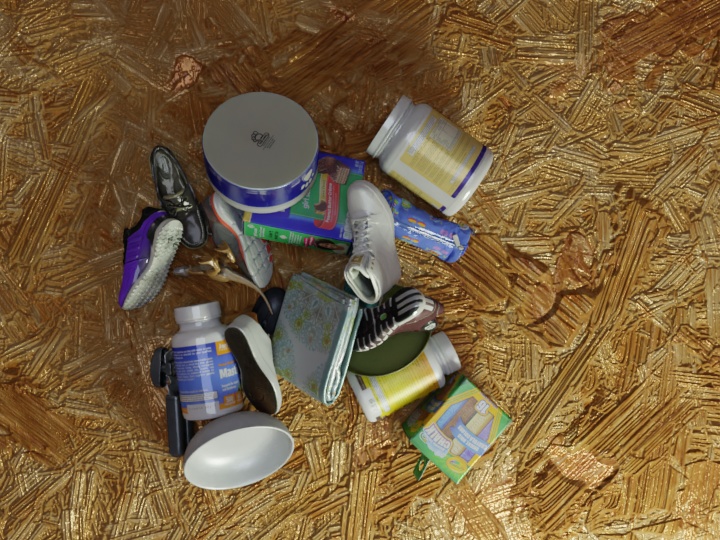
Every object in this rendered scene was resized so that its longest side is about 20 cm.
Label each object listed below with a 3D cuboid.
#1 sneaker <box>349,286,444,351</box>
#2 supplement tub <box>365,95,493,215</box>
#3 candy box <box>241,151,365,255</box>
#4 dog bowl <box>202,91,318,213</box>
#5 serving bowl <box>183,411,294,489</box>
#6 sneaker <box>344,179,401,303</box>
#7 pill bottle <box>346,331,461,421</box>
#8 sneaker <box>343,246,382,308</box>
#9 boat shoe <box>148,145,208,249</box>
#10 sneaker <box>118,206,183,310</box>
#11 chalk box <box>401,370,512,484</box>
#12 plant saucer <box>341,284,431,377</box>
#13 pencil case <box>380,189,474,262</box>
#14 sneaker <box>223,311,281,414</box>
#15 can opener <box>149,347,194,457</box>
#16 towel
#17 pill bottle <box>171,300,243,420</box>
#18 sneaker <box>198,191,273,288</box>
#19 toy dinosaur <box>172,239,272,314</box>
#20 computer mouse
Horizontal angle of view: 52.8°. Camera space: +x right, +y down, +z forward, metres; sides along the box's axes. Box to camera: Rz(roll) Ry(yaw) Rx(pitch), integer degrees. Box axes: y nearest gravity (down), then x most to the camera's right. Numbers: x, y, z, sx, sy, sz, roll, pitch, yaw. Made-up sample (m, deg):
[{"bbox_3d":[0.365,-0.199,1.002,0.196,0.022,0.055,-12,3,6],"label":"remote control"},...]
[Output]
[{"bbox_3d":[0.066,0.098,1.273,0.115,0.200,0.076,16,58,-39],"label":"sneaker"},{"bbox_3d":[0.125,-0.211,1.325,0.199,0.145,0.146,35,88,-5],"label":"supplement tub"},{"bbox_3d":[-0.102,-0.132,1.316,0.199,0.077,0.170,10,67,-4],"label":"candy box"},{"bbox_3d":[-0.171,-0.205,1.252,0.199,0.079,0.201,2,66,-5],"label":"dog bowl"},{"bbox_3d":[-0.224,0.315,1.311,0.199,0.201,0.066,-22,50,-4],"label":"serving bowl"},{"bbox_3d":[0.011,-0.045,1.226,0.073,0.116,0.201,-9,109,28],"label":"sneaker"},{"bbox_3d":[0.082,0.191,1.348,0.199,0.109,0.110,-26,93,-3],"label":"pill bottle"},{"bbox_3d":[0.000,0.000,1.337,0.077,0.080,0.201,1,80,15],"label":"sneaker"},{"bbox_3d":[-0.339,-0.133,1.329,0.073,0.065,0.201,-25,94,-5],"label":"boat shoe"},{"bbox_3d":[-0.402,-0.027,1.330,0.099,0.069,0.201,35,104,23],"label":"sneaker"},{"bbox_3d":[0.160,0.300,1.350,0.124,0.124,0.200,44,87,-5],"label":"chalk box"},{"bbox_3d":[0.036,0.114,1.332,0.199,0.031,0.201,-9,50,11],"label":"plant saucer"},{"bbox_3d":[0.111,-0.077,1.328,0.199,0.087,0.078,21,97,-24],"label":"pencil case"},{"bbox_3d":[-0.178,0.166,1.322,0.072,0.085,0.201,-4,116,24],"label":"sneaker"},{"bbox_3d":[-0.351,0.243,1.353,0.066,0.053,0.202,-2,92,28],"label":"can opener"},{"bbox_3d":[-0.084,0.118,1.309,0.048,0.171,0.201,8,103,-47],"label":"towel"},{"bbox_3d":[-0.281,0.161,1.316,0.111,0.112,0.201,-9,91,-4],"label":"pill bottle"},{"bbox_3d":[-0.233,-0.056,1.348,0.082,0.077,0.201,-15,107,33],"label":"sneaker"},{"bbox_3d":[-0.246,0.003,1.326,0.199,0.107,0.061,15,55,13],"label":"toy dinosaur"},{"bbox_3d":[-0.194,0.124,1.362,0.058,0.034,0.201,24,90,-6],"label":"computer mouse"}]
